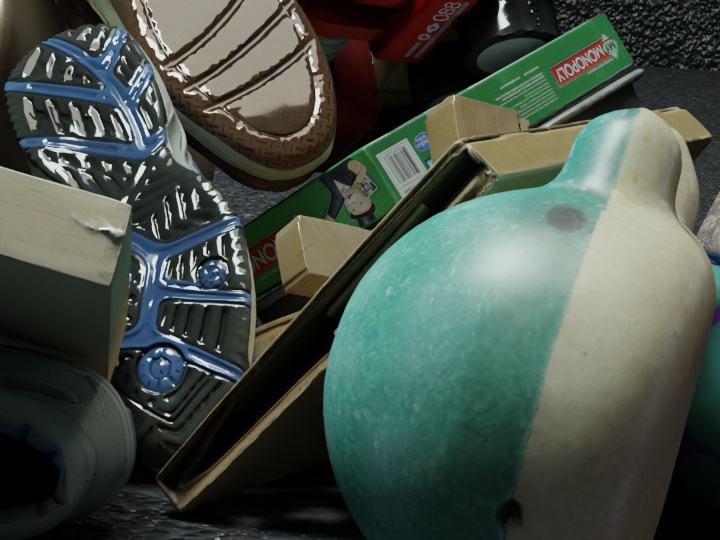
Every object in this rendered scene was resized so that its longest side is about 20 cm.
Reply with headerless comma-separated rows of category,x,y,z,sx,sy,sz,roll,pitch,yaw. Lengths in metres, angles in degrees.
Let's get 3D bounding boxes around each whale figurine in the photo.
whale figurine,0.051,0.019,0.783,0.103,0.160,0.200,15,30,8

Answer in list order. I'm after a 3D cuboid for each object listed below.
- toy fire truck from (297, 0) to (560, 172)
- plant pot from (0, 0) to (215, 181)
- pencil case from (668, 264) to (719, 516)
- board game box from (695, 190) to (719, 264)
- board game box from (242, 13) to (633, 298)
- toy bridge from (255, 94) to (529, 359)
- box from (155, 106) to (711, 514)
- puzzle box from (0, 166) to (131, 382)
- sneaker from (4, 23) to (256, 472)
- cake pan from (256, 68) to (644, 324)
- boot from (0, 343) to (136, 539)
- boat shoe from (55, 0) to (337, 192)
toy fire truck,-0.028,-0.105,1.201,0.199,0.129,0.176,4,-26,-27
plant pot,-0.165,-0.066,1.208,0.174,0.201,0.200,19,-3,-43
pencil case,0.144,0.051,0.860,0.092,0.085,0.200,44,-10,-28
board game box,0.248,0.007,0.901,0.200,0.097,0.159,30,-4,-26
board game box,0.018,-0.042,1.110,0.134,0.029,0.200,-33,-1,40
toy bridge,0.000,0.000,0.969,0.067,0.027,0.200,11,-34,-36
box,0.031,0.010,0.909,0.021,0.164,0.200,48,24,14
puzzle box,-0.136,-0.006,0.800,0.133,0.026,0.200,17,-12,-3
sneaker,-0.075,-0.003,0.965,0.075,0.077,0.200,-19,50,3
cake pan,0.042,-0.018,1.096,0.200,0.037,0.200,-32,0,0
boot,-0.172,0.042,0.799,0.199,0.074,0.096,6,2,4
boat shoe,-0.076,-0.098,1.068,0.075,0.075,0.203,-23,59,-23
